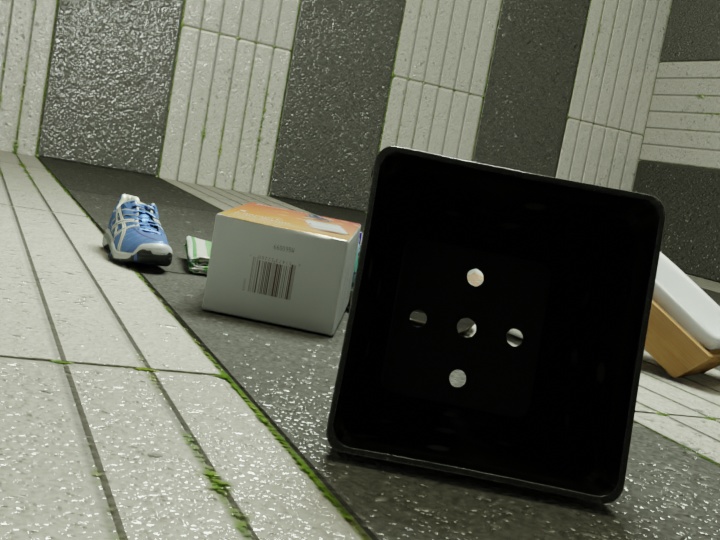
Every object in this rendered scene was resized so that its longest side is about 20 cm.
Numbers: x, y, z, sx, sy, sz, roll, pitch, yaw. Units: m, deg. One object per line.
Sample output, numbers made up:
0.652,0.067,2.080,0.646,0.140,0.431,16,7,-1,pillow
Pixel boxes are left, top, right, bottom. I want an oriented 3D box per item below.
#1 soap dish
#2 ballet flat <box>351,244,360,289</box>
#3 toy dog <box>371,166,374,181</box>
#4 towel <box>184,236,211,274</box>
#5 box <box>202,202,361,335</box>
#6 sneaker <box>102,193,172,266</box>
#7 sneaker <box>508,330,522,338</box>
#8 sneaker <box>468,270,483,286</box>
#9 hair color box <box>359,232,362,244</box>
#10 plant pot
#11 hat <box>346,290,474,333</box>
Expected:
0.395,0.052,1.242,0.156,0.082,0.200,1,40,-52,soap dish
-0.055,-0.032,1.295,0.073,0.076,0.199,6,11,-38,ballet flat
0.082,-0.110,1.788,0.137,0.204,0.194,1,4,-9,toy dog
-0.149,-0.015,1.354,0.196,0.024,0.153,6,12,-15,towel
-0.085,-0.008,1.111,0.149,0.109,0.200,11,9,2,box
-0.303,-0.053,1.278,0.075,0.079,0.199,8,8,-32,sneaker
0.203,0.059,1.256,0.079,0.078,0.200,1,1,-7,sneaker
0.176,0.010,1.471,0.197,0.081,0.074,6,28,-27,sneaker
-0.100,-0.051,1.639,0.108,0.066,0.198,12,7,38,hair color box
0.087,0.041,0.705,0.196,0.204,0.177,11,-5,-1,plant pot
0.070,0.021,1.252,0.197,0.083,0.201,12,7,-1,hat
